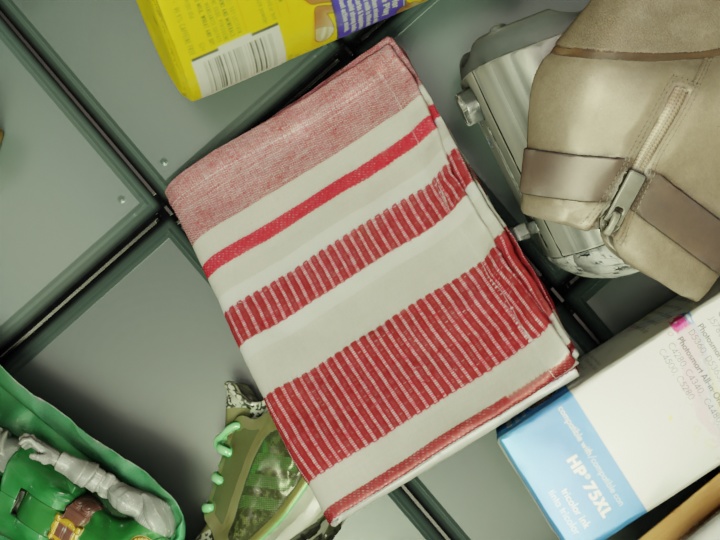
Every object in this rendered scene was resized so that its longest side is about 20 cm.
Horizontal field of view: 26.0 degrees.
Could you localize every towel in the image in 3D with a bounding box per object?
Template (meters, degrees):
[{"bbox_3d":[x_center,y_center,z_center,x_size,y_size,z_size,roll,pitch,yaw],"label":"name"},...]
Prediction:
[{"bbox_3d":[0.000,0.000,0.748,0.143,0.023,0.201,-33,64,9],"label":"towel"}]

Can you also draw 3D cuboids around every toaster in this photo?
[{"bbox_3d":[0.152,-0.078,0.755,0.198,0.114,0.130,-21,92,-2],"label":"toaster"}]

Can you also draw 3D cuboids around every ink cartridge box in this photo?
[{"bbox_3d":[0.163,0.047,0.741,0.199,0.116,0.068,-33,88,4],"label":"ink cartridge box"}]

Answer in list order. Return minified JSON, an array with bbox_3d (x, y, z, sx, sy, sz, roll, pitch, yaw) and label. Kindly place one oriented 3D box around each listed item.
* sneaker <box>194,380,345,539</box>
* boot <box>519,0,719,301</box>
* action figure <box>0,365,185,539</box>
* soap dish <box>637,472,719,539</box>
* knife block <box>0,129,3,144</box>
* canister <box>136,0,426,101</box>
[{"bbox_3d":[-0.047,0.099,0.779,0.200,0.077,0.089,-44,71,-5],"label":"sneaker"},{"bbox_3d":[0.169,-0.056,0.674,0.199,0.070,0.147,22,96,-6],"label":"boot"},{"bbox_3d":[-0.151,0.113,0.747,0.199,0.055,0.119,26,100,22],"label":"action figure"},{"bbox_3d":[0.215,0.151,0.730,0.199,0.081,0.158,-31,89,-28],"label":"soap dish"},{"bbox_3d":[-0.305,-0.087,0.778,0.199,0.064,0.177,-29,89,0],"label":"knife block"},{"bbox_3d":[-0.018,-0.181,0.735,0.199,0.087,0.149,-24,127,-8],"label":"canister"}]
